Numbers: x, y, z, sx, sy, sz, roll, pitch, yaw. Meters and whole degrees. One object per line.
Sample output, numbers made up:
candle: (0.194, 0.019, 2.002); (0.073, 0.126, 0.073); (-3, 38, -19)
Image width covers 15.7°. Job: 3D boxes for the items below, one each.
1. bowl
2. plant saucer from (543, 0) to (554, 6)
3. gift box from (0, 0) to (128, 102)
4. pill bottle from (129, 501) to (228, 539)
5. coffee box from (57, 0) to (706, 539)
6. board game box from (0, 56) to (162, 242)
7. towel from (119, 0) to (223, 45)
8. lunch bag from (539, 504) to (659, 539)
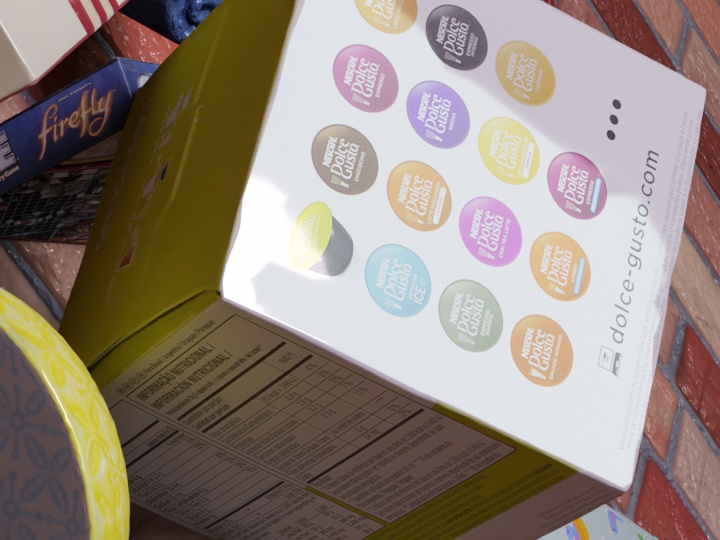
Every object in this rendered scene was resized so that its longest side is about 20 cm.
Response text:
bowl: (-0.165, 0.087, 1.037); (0.108, 0.199, 0.201); (-14, 79, -64)
plant saucer: (0.091, -0.230, 1.960); (0.199, 0.037, 0.201); (39, 35, -41)
gift box: (-0.221, -0.156, 1.168); (0.188, 0.184, 0.200); (60, 21, -12)
pill bottle: (-0.077, 0.187, 1.164); (0.104, 0.104, 0.201); (44, 34, -34)
coffee box: (0.000, 0.000, 1.120); (0.197, 0.200, 0.201); (26, 58, -19)
board game box: (-0.113, -0.057, 1.329); (0.200, 0.135, 0.035); (3, 64, -61)
towel: (-0.106, -0.158, 1.389); (0.111, 0.049, 0.200); (15, 12, -40)
lunch bag: (0.099, 0.227, 1.484); (0.170, 0.121, 0.201); (36, 46, -47)
